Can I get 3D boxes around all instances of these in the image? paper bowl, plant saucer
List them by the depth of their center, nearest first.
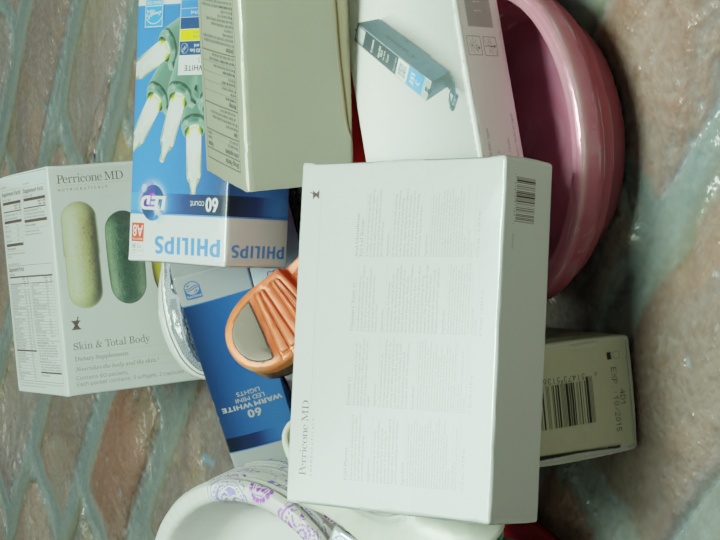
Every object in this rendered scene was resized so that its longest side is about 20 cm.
[{"bbox_3d":[0.100,-0.078,1.179,0.200,0.051,0.201,21,114,62],"label":"plant saucer"},{"bbox_3d":[-0.053,0.239,1.453,0.200,0.104,0.201,12,111,35],"label":"paper bowl"}]

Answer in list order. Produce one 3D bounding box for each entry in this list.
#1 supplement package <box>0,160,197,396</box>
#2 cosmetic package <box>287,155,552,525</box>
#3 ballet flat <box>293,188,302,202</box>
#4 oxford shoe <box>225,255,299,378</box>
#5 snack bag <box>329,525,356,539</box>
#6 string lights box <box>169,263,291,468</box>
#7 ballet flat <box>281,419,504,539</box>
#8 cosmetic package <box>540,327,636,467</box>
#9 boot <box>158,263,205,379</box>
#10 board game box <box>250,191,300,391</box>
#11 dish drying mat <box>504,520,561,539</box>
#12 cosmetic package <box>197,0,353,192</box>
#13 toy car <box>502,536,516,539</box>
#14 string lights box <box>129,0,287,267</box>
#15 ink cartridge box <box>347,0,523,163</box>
[{"bbox_3d":[-0.227,0.005,1.751,0.151,0.151,0.201,-4,92,64],"label":"supplement package"},{"bbox_3d":[0.032,0.038,1.097,0.151,0.052,0.201,1,87,39],"label":"cosmetic package"},{"bbox_3d":[-0.011,-0.048,1.389,0.069,0.071,0.200,-58,46,51],"label":"ballet flat"},{"bbox_3d":[0.000,0.000,1.294,0.071,0.200,0.073,56,-178,21],"label":"oxford shoe"},{"bbox_3d":[0.024,0.302,1.335,0.188,0.021,0.200,34,121,24],"label":"snack bag"},{"bbox_3d":[-0.097,0.054,1.503,0.103,0.059,0.200,-108,3,-57],"label":"string lights box"},{"bbox_3d":[0.009,0.129,1.185,0.200,0.069,0.070,14,108,57],"label":"ballet flat"},{"bbox_3d":[0.074,0.075,1.207,0.200,0.105,0.071,-177,81,-65],"label":"cosmetic package"},{"bbox_3d":[-0.131,-0.008,1.640,0.090,0.073,0.201,163,100,-69],"label":"boot"},{"bbox_3d":[-0.066,-0.029,1.448,0.200,0.041,0.200,77,178,-74],"label":"board game box"},{"bbox_3d":[0.097,0.183,1.281,0.200,0.018,0.077,38,131,54],"label":"dish drying mat"},{"bbox_3d":[-0.055,-0.156,1.192,0.104,0.073,0.201,-149,54,-68],"label":"cosmetic package"},{"bbox_3d":[0.030,0.256,1.169,0.164,0.200,0.158,43,131,24],"label":"toy car"},{"bbox_3d":[-0.100,-0.104,1.314,0.103,0.059,0.201,3,91,44],"label":"string lights box"},{"bbox_3d":[0.018,-0.085,1.183,0.176,0.045,0.201,-16,81,45],"label":"ink cartridge box"}]
